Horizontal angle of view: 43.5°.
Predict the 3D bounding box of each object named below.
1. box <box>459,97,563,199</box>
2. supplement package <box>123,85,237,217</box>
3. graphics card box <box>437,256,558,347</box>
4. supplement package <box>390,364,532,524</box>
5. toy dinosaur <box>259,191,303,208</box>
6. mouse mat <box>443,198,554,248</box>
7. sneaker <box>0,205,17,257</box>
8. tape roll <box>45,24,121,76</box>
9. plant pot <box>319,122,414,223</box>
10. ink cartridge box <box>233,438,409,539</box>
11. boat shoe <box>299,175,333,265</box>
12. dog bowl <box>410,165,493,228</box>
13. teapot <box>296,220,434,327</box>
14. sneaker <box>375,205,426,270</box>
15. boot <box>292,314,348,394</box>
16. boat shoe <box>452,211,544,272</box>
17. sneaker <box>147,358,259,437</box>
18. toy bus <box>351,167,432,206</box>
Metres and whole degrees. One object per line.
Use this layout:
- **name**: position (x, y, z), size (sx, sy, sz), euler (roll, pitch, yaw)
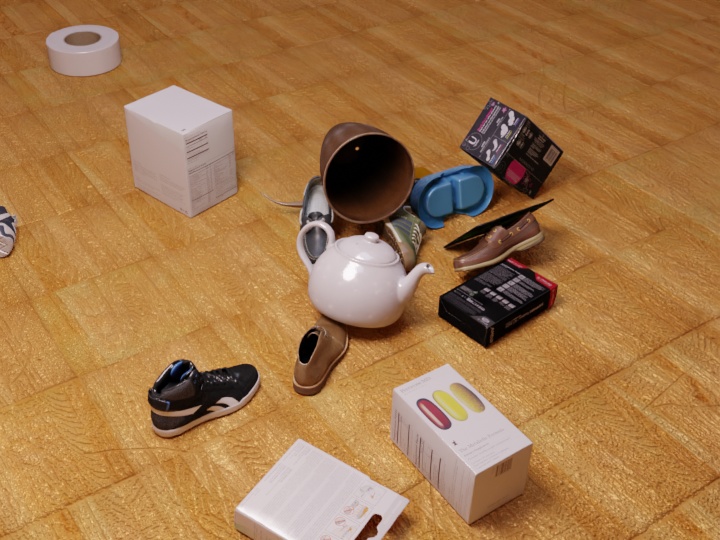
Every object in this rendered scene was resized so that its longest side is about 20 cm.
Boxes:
- **box**: position (0.329, -0.265, 1.961), size (0.115, 0.133, 0.199), euler (37, 8, 38)
- **supplement package**: position (-0.384, -0.259, 1.944), size (0.190, 0.202, 0.147), euler (27, 43, 29)
- **graphics card box**: position (0.255, 0.055, 1.675), size (0.199, 0.051, 0.125), euler (-26, 44, -34)
- **supplement package**: position (0.145, 0.254, 1.352), size (0.113, 0.110, 0.200), euler (-21, 42, -28)
- **toy dinosaur**: position (-0.104, -0.143, 1.934), size (0.199, 0.061, 0.106), euler (-13, 25, -35)
- **mouse mat**: position (0.277, -0.094, 1.817), size (0.198, 0.161, 0.008), euler (-19, 83, -25)
- **sneaker**: position (-0.782, -0.093, 1.806), size (0.197, 0.080, 0.130), euler (1, 35, -2)
- **tape roll**: position (-0.770, -0.615, 2.515), size (0.200, 0.071, 0.203), euler (1, 37, -1)
- **plant pot**: position (-0.010, -0.223, 1.829), size (0.185, 0.189, 0.200), euler (-9, 30, -14)
- **ink cartridge box**: position (-0.054, 0.344, 1.282), size (0.199, 0.050, 0.161), euler (25, 42, 22)
- **boat shoe**: position (-0.091, -0.101, 1.823), size (0.075, 0.061, 0.202), euler (-5, 55, -1)
- **dog bowl**: position (0.192, -0.163, 1.923), size (0.198, 0.113, 0.049), euler (-19, 27, -25)
- **teapot**: position (0.000, 0.000, 1.624), size (0.198, 0.147, 0.198), euler (3, 23, -22)
- **sneaker**: position (0.096, -0.075, 1.827), size (0.089, 0.068, 0.201), euler (-14, 36, -11)
- **boot**: position (-0.066, 0.120, 1.554), size (0.073, 0.076, 0.201), euler (7, 35, 12)
- **boat shoe**: position (0.262, -0.054, 1.756), size (0.199, 0.068, 0.072), euler (-24, 7, -15)
- **sneaker**: position (-0.243, 0.178, 1.436), size (0.199, 0.113, 0.073), euler (-28, 46, -34)
- **toy bus**: position (0.073, -0.167, 1.942), size (0.198, 0.079, 0.065), euler (-18, 42, -25)
